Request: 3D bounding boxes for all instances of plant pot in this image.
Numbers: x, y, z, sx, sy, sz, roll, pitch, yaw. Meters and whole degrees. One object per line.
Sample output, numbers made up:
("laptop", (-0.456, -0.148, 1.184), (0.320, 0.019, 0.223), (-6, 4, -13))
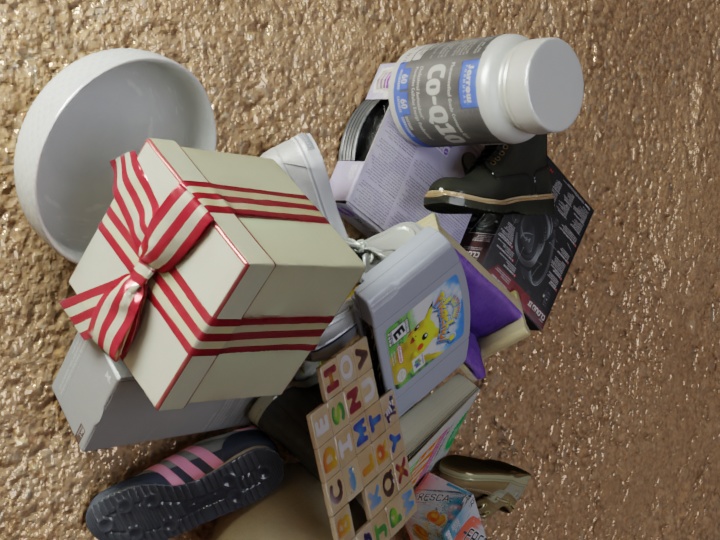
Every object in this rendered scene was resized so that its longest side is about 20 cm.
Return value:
("plant pot", (-0.073, 0.277, 1.294), (0.199, 0.199, 0.136), (13, 58, -42))

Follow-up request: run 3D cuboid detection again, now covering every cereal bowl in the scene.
("cereal bowl", (-0.231, -0.108, 1.140), (0.199, 0.083, 0.203), (-27, 130, -36))

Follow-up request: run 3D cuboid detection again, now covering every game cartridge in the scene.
("game cartridge", (0.058, 0.057, 1.313), (0.133, 0.040, 0.202), (-41, 141, -26))

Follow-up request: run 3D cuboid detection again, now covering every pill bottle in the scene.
("pill bottle", (0.133, -0.191, 1.341), (0.113, 0.199, 0.116), (-2, 93, -41))

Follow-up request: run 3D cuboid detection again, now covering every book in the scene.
("book", (0.052, 0.213, 1.417), (0.199, 0.048, 0.135), (-34, 152, -50))

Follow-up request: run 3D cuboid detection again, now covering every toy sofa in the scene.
("toy sofa", (0.110, 0.035, 1.422), (0.200, 0.082, 0.098), (40, 29, -41))

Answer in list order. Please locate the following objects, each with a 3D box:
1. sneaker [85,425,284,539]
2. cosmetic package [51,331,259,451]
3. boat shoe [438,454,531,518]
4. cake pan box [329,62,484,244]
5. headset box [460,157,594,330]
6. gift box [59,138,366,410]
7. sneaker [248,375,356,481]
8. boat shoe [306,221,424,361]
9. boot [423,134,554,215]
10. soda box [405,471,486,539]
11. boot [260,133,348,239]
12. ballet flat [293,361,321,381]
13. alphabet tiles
("sneaker", (-0.176, 0.210, 1.246), (0.197, 0.082, 0.071), (-15, 114, -10))
("cosmetic package", (-0.180, 0.098, 1.198), (0.198, 0.091, 0.107), (1, 135, -42))
("boat shoe", (0.151, 0.270, 1.542), (0.199, 0.073, 0.067), (19, 88, -55))
("cake pan box", (0.060, -0.113, 1.448), (0.199, 0.052, 0.186), (35, 69, -40))
("headset box", (0.193, -0.034, 1.562), (0.149, 0.077, 0.202), (40, 69, -37))
("gift box", (-0.144, 0.000, 1.101), (0.186, 0.200, 0.186), (1, 126, -53))
("sneaker", (-0.040, 0.171, 1.302), (0.075, 0.106, 0.200), (-48, 164, 10))
("boat shoe", (-0.004, -0.002, 1.288), (0.201, 0.074, 0.087), (-40, 141, -25))
("boot", (0.146, -0.134, 1.429), (0.199, 0.077, 0.141), (-3, 94, -49))
("soda box", (0.109, 0.331, 1.495), (0.064, 0.068, 0.201), (-48, 141, -27))
("boot", (-0.070, -0.047, 1.334), (0.095, 0.074, 0.202), (-24, 126, -8))
("ballet flat", (-0.086, 0.074, 1.321), (0.067, 0.067, 0.201), (-50, 125, -25))
("alphabet tiles", (0.002, 0.175, 1.227), (0.167, 0.007, 0.203), (-29, 111, -59))
